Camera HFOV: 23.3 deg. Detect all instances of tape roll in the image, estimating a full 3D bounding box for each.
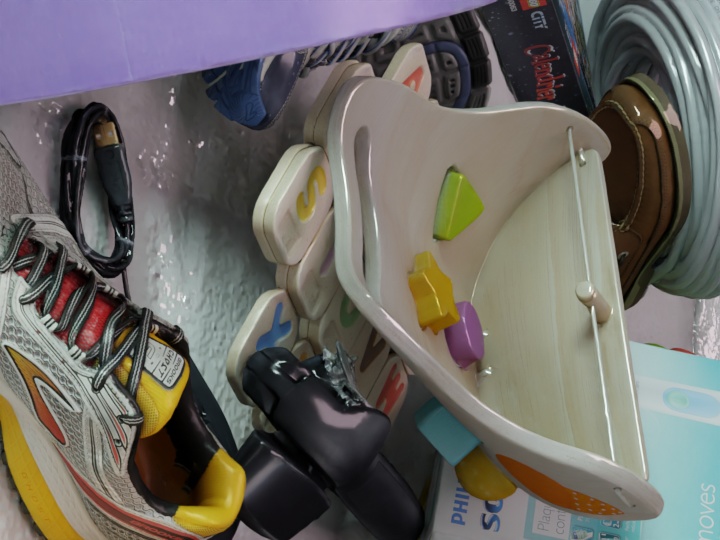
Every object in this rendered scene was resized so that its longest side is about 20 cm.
[{"bbox_3d":[-0.053,-0.120,0.632,0.200,0.199,0.086,-27,110,-58],"label":"tape roll"}]

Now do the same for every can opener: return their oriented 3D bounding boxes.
[{"bbox_3d":[-0.013,0.084,0.782,0.064,0.078,0.200,53,2,22],"label":"can opener"}]

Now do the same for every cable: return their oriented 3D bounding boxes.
[{"bbox_3d":[0.196,-0.083,1.044,0.200,0.069,0.202,-178,-101,-76],"label":"cable"}]

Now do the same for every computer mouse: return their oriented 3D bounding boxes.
[{"bbox_3d":[-0.082,0.028,0.723,0.059,0.034,0.202,-37,117,-55],"label":"computer mouse"}]

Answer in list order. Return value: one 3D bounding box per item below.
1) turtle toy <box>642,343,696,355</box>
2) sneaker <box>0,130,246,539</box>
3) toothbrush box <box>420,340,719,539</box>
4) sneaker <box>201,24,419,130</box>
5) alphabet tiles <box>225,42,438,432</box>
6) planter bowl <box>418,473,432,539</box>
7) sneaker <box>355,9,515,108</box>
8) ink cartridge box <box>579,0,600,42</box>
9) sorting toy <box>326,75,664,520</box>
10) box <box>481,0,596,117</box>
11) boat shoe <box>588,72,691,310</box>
[{"bbox_3d":[0.181,0.104,1.069,0.200,0.100,0.147,-106,-174,-71],"label":"turtle toy"},{"bbox_3d":[-0.103,0.023,0.640,0.201,0.082,0.078,62,37,-31],"label":"sneaker"},{"bbox_3d":[0.135,0.117,0.897,0.086,0.198,0.147,100,4,-49],"label":"toothbrush box"},{"bbox_3d":[-0.005,-0.133,0.811,0.085,0.077,0.201,35,51,-16],"label":"sneaker"},{"bbox_3d":[0.000,0.000,0.825,0.196,0.014,0.201,-61,151,-28],"label":"alphabet tiles"},{"bbox_3d":[0.103,0.196,0.967,0.200,0.083,0.202,14,74,-58],"label":"planter bowl"},{"bbox_3d":[0.050,-0.092,0.953,0.087,0.074,0.201,-77,154,-50],"label":"sneaker"},{"bbox_3d":[0.211,-0.193,1.216,0.200,0.083,0.147,-44,123,-54],"label":"ink cartridge box"},{"bbox_3d":[0.044,0.003,0.784,0.180,0.106,0.201,37,40,-48],"label":"sorting toy"},{"bbox_3d":[0.098,-0.159,0.991,0.200,0.037,0.138,57,25,-60],"label":"box"},{"bbox_3d":[0.137,-0.027,1.004,0.068,0.072,0.201,-24,146,-18],"label":"boat shoe"}]
